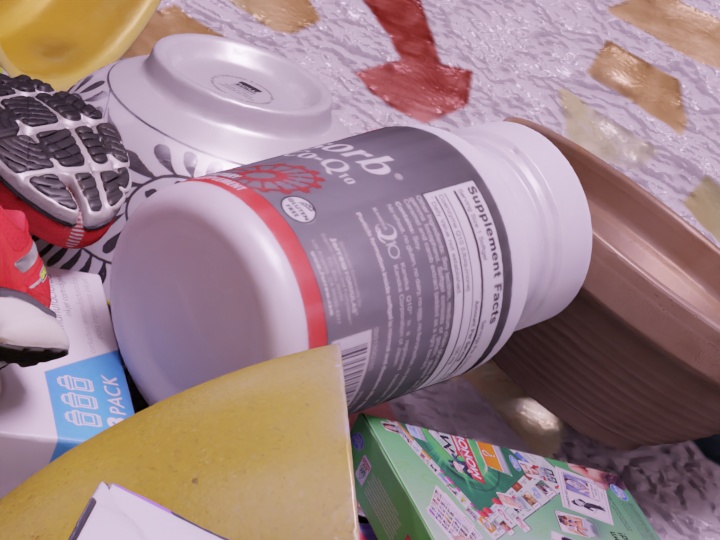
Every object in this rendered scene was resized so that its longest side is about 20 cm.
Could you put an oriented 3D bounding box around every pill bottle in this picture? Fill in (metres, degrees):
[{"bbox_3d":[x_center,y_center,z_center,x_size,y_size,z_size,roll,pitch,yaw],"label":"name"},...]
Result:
[{"bbox_3d":[0.000,0.000,1.280,0.200,0.116,0.116,-17,53,-43],"label":"pill bottle"}]

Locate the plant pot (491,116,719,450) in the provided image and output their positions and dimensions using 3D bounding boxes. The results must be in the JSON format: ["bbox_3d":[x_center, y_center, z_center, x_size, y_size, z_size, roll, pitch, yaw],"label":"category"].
[{"bbox_3d":[0.122,0.022,1.429,0.201,0.093,0.201,34,14,-10],"label":"plant pot"}]

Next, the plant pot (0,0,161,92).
[{"bbox_3d":[-0.206,-0.209,1.481,0.189,0.201,0.201,22,31,22],"label":"plant pot"}]

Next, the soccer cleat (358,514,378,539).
[{"bbox_3d":[0.011,0.134,1.272,0.200,0.067,0.076,19,13,-7],"label":"soccer cleat"}]

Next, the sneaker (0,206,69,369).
[{"bbox_3d":[-0.177,-0.008,1.129,0.200,0.077,0.085,31,46,-73],"label":"sneaker"}]

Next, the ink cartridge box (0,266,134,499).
[{"bbox_3d":[-0.202,0.048,1.233,0.200,0.068,0.115,8,37,-24],"label":"ink cartridge box"}]

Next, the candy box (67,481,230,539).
[{"bbox_3d":[-0.054,0.196,1.011,0.168,0.200,0.072,26,34,1],"label":"candy box"}]

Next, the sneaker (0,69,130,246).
[{"bbox_3d":[-0.178,-0.048,1.333,0.077,0.085,0.200,-5,27,-44],"label":"sneaker"}]

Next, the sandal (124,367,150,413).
[{"bbox_3d":[-0.065,0.055,1.346,0.075,0.045,0.200,32,20,0],"label":"sandal"}]

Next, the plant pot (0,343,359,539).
[{"bbox_3d":[-0.068,0.133,1.123,0.142,0.200,0.200,-5,39,-2],"label":"plant pot"}]

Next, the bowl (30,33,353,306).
[{"bbox_3d":[-0.069,-0.052,1.394,0.201,0.094,0.201,16,21,-6],"label":"bowl"}]

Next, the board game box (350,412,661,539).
[{"bbox_3d":[0.081,0.134,1.215,0.135,0.029,0.200,14,23,-25],"label":"board game box"}]
